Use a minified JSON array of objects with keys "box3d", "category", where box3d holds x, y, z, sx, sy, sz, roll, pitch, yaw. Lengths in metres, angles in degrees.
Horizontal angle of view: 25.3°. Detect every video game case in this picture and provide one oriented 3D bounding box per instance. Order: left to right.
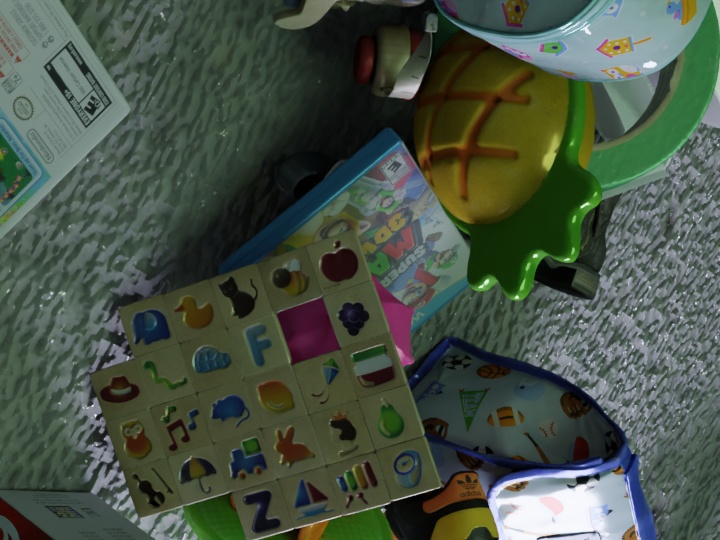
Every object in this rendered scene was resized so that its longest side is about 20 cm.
[{"box3d":[-0.238,-0.100,0.879,0.182,0.024,0.200,-47,135,-18],"category":"video game case"},{"box3d":[0.000,0.000,1.095,0.143,0.018,0.200,-40,148,-1],"category":"video game case"}]

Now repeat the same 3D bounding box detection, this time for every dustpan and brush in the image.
[{"box3d":[0.154,-0.153,1.181,0.139,0.057,0.200,-20,81,-33],"category":"dustpan and brush"}]

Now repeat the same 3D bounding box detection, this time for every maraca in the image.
[{"box3d":[0.094,-0.077,1.014,0.107,0.200,0.137,15,139,-34],"category":"maraca"}]

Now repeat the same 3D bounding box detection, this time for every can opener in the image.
[{"box3d":[0.021,-0.075,1.122,0.200,0.067,0.053,-18,142,-52],"category":"can opener"}]

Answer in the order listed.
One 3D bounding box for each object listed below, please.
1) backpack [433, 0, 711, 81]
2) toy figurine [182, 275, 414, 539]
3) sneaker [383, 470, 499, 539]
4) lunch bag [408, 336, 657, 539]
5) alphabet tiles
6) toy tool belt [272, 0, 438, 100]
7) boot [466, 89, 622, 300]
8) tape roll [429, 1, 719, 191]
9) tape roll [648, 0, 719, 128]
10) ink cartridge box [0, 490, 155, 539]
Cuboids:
[{"box3d":[0.125,-0.213,0.909,0.153,0.176,0.200,10,95,-41],"category":"backpack"},{"box3d":[-0.011,0.086,1.075,0.200,0.150,0.184,-29,143,-59],"category":"toy figurine"},{"box3d":[0.041,0.196,1.185,0.070,0.200,0.090,2,76,-28],"category":"sneaker"},{"box3d":[0.129,0.166,1.215,0.124,0.200,0.170,-46,135,-31],"category":"lunch bag"},{"box3d":[-0.067,0.083,1.004,0.008,0.200,0.167,-26,97,-73],"category":"alphabet tiles"},{"box3d":[-0.016,-0.209,0.998,0.123,0.125,0.200,3,105,-9],"category":"toy tool belt"},{"box3d":[0.162,-0.082,1.246,0.200,0.069,0.174,31,79,-57],"category":"boot"},{"box3d":[0.148,-0.154,1.120,0.200,0.048,0.201,0,86,-4],"category":"tape roll"},{"box3d":[0.317,-0.203,1.239,0.202,0.139,0.203,-5,106,-17],"category":"tape roll"},{"box3d":[-0.177,0.261,0.986,0.084,0.176,0.200,10,100,-46],"category":"ink cartridge box"}]
